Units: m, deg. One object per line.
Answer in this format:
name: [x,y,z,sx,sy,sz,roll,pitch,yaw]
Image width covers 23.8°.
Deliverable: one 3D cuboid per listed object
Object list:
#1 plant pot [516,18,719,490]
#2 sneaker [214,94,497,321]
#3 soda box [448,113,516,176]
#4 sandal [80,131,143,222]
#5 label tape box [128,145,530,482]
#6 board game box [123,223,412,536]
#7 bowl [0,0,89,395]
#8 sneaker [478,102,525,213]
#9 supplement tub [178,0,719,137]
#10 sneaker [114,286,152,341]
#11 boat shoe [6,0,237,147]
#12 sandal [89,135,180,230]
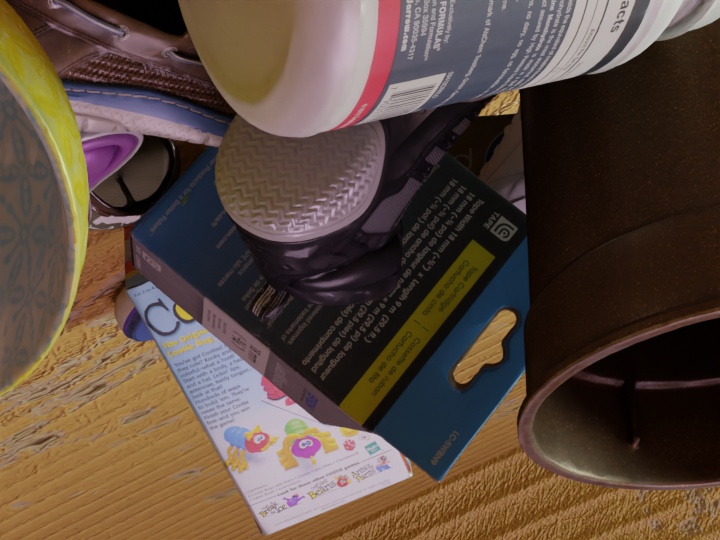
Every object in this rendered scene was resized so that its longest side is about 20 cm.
plant pot: [0.157,-0.029,0.777,0.198,0.200,0.201,-4,152,-2]
sneaker: [0.013,-0.061,0.758,0.200,0.075,0.114,-42,157,-26]
soda box: [0.072,-0.055,1.037,0.198,0.065,0.068,-3,169,13]
sandal: [-0.160,-0.017,0.817,0.082,0.050,0.203,-13,164,-31]
label tape box: [0.000,0.000,0.888,0.144,0.200,0.063,-49,174,-18]
board game box: [-0.056,0.042,1.039,0.104,0.103,0.201,-22,123,5]
bowl: [-0.186,-0.052,0.638,0.199,0.201,0.108,-27,-156,24]
sneaker: [0.104,-0.054,0.954,0.199,0.101,0.075,-28,165,30]
supplement tub: [0.038,-0.135,0.645,0.198,0.142,0.140,-15,165,-26]
sneaker: [-0.076,0.050,1.175,0.199,0.148,0.080,-29,164,29]
boat shoe: [-0.073,-0.100,0.741,0.199,0.072,0.073,-5,129,-41]
sandal: [-0.125,-0.059,0.867,0.079,0.058,0.201,-19,165,-16]
